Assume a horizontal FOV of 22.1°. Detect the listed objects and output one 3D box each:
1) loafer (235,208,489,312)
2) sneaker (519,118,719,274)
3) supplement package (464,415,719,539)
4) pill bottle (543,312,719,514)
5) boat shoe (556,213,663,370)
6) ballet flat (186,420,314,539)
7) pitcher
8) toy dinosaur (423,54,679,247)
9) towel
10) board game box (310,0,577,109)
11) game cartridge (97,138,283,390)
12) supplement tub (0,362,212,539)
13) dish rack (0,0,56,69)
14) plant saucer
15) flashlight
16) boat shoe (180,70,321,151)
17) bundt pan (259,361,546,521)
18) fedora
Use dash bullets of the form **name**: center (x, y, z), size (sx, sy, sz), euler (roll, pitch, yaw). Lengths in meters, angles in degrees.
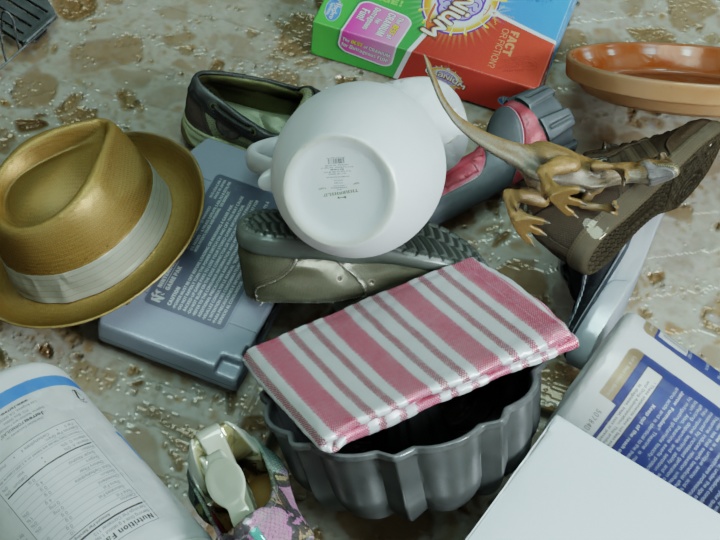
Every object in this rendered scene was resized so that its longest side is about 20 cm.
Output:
- **loafer**: center (0.000, 0.000, 1.385), size (0.199, 0.070, 0.075), euler (7, 25, -12)
- **sneaker**: center (0.201, -0.075, 1.398), size (0.075, 0.071, 0.200), euler (37, 49, 21)
- **supplement package**: center (0.136, 0.229, 1.224), size (0.155, 0.111, 0.200), euler (31, 58, 17)
- **pill bottle**: center (0.238, 0.129, 1.295), size (0.200, 0.111, 0.111), euler (36, 58, 5)
- **boat shoe**: center (0.182, -0.007, 1.422), size (0.068, 0.072, 0.200), euler (23, 53, 9)
- **ballet flat**: center (-0.083, 0.143, 1.230), size (0.069, 0.071, 0.200), euler (-33, 22, -5)
- **pitcher**: center (-0.018, -0.077, 1.342), size (0.171, 0.122, 0.200), euler (-10, 14, 15)
- **toy dinosaur**: center (0.127, -0.075, 1.329), size (0.199, 0.061, 0.106), euler (17, 40, -4)
- **towel**: center (0.033, 0.058, 1.276), size (0.199, 0.030, 0.146), euler (-22, 28, -15)
- **board game box**: center (0.076, -0.223, 1.588), size (0.199, 0.040, 0.153), euler (17, 55, 8)
- **game cartridge**: center (-0.116, -0.010, 1.422), size (0.133, 0.042, 0.200), euler (18, 55, 13)
- **supplement tub**: center (-0.192, 0.170, 1.227), size (0.132, 0.132, 0.200), euler (-34, 64, -25)
- **dish rack**: center (-0.357, -0.202, 1.529), size (0.153, 0.055, 0.200), euler (32, 58, 16)
- **plant saucer**: center (0.266, -0.155, 1.503), size (0.199, 0.032, 0.200), euler (3, 17, -1)
- **flashlight**: center (0.078, -0.080, 1.470), size (0.200, 0.068, 0.068), euler (-27, 42, -21)
- **boat shoe**: center (-0.047, -0.115, 1.483), size (0.200, 0.066, 0.072), euler (13, 53, 4)
- **bundt pan**: center (0.034, 0.106, 1.291), size (0.201, 0.076, 0.202), euler (-9, 25, 4)
- **fedora**: center (-0.217, -0.051, 1.385), size (0.200, 0.082, 0.201), euler (-10, 47, 11)
